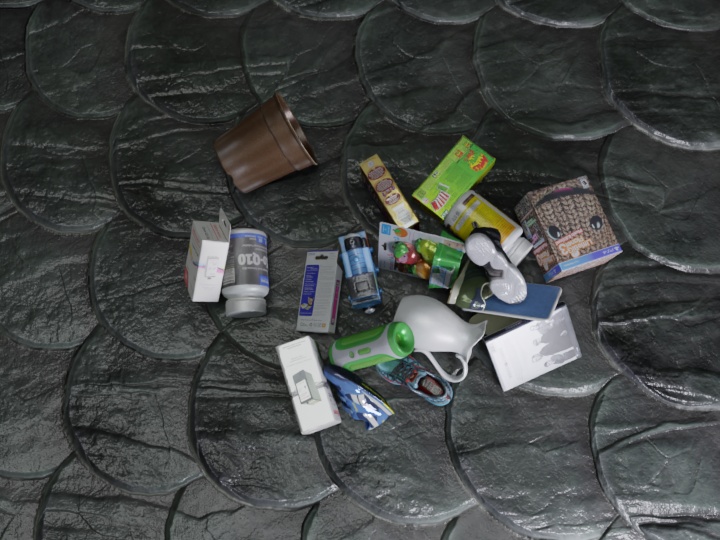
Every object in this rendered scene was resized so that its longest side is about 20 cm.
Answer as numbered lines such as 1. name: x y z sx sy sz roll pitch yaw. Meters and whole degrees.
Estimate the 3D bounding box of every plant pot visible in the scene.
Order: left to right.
1. plant pot: -0.239 -0.302 1.686 0.198 0.200 0.200 -28 76 6

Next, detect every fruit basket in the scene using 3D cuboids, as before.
1. fruit basket: 0.136 -0.028 1.586 0.200 0.185 0.094 10 57 5

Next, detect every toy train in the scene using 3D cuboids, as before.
1. toy train: 0.000 0.000 1.625 0.087 0.114 0.200 -13 77 2

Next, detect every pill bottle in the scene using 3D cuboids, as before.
1. pill bottle: -0.278 0.008 1.651 0.114 0.114 0.200 -6 77 4
2. pill bottle: 0.303 -0.091 1.619 0.200 0.109 0.109 40 84 13

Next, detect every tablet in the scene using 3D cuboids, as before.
1. tablet: 0.342 0.064 1.557 0.200 0.014 0.130 8 37 27

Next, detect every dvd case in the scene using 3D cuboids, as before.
1. dvd case: 0.389 0.173 1.551 0.200 0.025 0.150 -24 116 0

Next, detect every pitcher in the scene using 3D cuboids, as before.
1. pitcher: 0.171 0.156 1.581 0.200 0.121 0.172 21 107 10

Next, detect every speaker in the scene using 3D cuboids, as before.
1. speaker: 0.023 0.174 1.553 0.200 0.088 0.089 -21 73 39

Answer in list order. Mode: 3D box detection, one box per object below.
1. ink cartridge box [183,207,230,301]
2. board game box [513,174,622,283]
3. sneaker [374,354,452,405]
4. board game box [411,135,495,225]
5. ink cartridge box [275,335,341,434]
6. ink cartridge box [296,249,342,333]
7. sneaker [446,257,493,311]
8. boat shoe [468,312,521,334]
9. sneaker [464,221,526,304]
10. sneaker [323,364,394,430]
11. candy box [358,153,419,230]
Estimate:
1. ink cartridge box: -0.362 -0.040 1.619 0.067 0.116 0.200 3 115 -27
2. board game box: 0.478 -0.096 1.595 0.159 0.097 0.200 -18 76 -11
3. sneaker: 0.122 0.237 1.570 0.200 0.096 0.079 25 80 10
4. board game box: 0.228 -0.222 1.688 0.102 0.048 0.200 39 84 12
5. ink cartridge box: -0.116 0.262 1.562 0.084 0.146 0.200 -19 77 0
6. ink cartridge box: -0.096 0.051 1.647 0.095 0.037 0.200 0 78 33
7. sneaker: 0.265 0.034 1.569 0.090 0.200 0.067 21 122 13
8. boat shoe: 0.350 0.095 1.600 0.201 0.063 0.074 -18 116 11
9. sneaker: 0.304 -0.024 1.521 0.075 0.114 0.200 -30 111 26
10. sneaker: -0.015 0.289 1.552 0.200 0.074 0.082 42 95 -18
11. candy box: 0.071 -0.170 1.656 0.056 0.117 0.200 -32 77 -3
